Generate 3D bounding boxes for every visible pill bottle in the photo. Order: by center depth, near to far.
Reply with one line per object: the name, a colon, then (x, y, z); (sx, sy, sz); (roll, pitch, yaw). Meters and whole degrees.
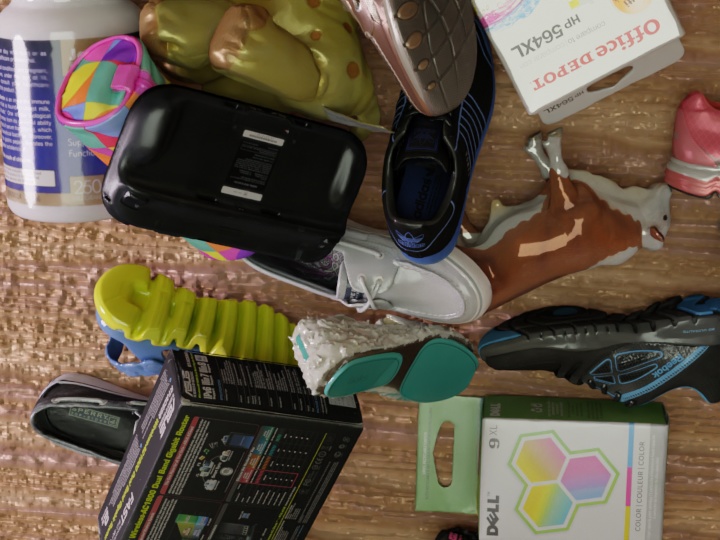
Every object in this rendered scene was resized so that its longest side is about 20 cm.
pill bottle: (-0.216, -0.145, 1.372); (0.115, 0.116, 0.202); (-1, 105, 6)

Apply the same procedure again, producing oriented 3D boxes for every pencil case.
pencil case: (-0.134, -0.085, 1.328); (0.088, 0.089, 0.200); (-35, 135, 13)

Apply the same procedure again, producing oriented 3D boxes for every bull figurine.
bull figurine: (0.138, -0.037, 1.393); (0.199, 0.065, 0.122); (-27, 98, 11)

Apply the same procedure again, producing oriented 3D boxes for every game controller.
game controller: (-0.085, -0.067, 1.294); (0.199, 0.042, 0.105); (12, 101, -36)

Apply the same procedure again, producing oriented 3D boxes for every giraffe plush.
giraffe plush: (-0.043, -0.201, 1.333); (0.199, 0.173, 0.163); (17, 84, 12)

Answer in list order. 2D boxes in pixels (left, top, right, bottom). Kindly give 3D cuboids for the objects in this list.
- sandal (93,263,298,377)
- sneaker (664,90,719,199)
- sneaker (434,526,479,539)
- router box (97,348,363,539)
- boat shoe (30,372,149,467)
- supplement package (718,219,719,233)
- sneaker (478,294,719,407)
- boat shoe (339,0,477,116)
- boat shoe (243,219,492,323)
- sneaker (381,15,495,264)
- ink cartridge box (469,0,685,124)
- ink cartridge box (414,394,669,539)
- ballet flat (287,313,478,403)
sandal: (-0.124, 0.064, 1.448); (0.199, 0.080, 0.087); (25, 139, -7)
sneaker: (0.328, -0.098, 1.354); (0.198, 0.074, 0.088); (0, 101, 4)
sneaker: (0.093, 0.248, 1.465); (0.199, 0.077, 0.084); (-16, 107, 8)
router box: (-0.104, 0.158, 1.410); (0.149, 0.062, 0.201); (9, 128, -24)
boat shoe: (-0.167, 0.133, 1.464); (0.198, 0.068, 0.074); (19, 106, 0)
supplement package: (0.354, 0.021, 1.316); (0.155, 0.200, 0.112); (-12, 104, 8)
sneaker: (0.191, 0.071, 1.411); (0.198, 0.073, 0.083); (-3, 106, 7)
boat shoe: (0.019, -0.202, 1.261); (0.072, 0.075, 0.201); (-12, 100, 54)
boat shoe: (0.000, 0.000, 1.384); (0.199, 0.069, 0.072); (25, 130, 15)
sneaker: (0.058, -0.108, 1.338); (0.070, 0.078, 0.202); (5, 77, 11)
ink cartridge box: (0.144, -0.214, 1.314); (0.128, 0.125, 0.201); (-27, 100, 11)
ink cartridge box: (0.142, 0.158, 1.445); (0.198, 0.059, 0.105); (2, 105, 5)
ballet flat: (0.018, 0.059, 1.386); (0.071, 0.199, 0.072); (-4, 84, 35)
